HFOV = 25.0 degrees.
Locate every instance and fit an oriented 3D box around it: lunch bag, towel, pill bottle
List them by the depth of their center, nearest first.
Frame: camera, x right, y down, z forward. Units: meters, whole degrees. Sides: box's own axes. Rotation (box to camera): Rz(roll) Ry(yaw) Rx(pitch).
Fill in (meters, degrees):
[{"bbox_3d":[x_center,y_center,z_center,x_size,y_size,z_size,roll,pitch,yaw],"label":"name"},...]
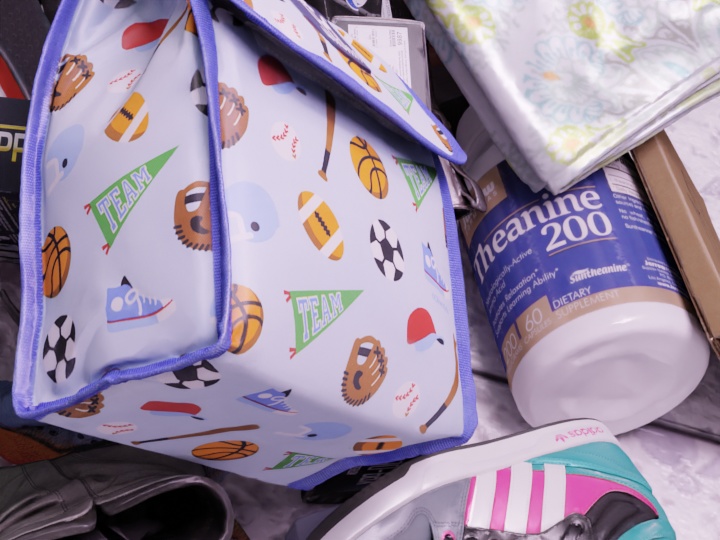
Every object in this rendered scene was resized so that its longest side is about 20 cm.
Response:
[{"bbox_3d":[-0.040,-0.032,0.646,0.170,0.123,0.201,27,52,-51],"label":"lunch bag"},{"bbox_3d":[0.116,-0.160,0.897,0.171,0.048,0.201,-32,86,-17],"label":"towel"},{"bbox_3d":[0.118,-0.014,0.936,0.110,0.111,0.201,1,49,-20],"label":"pill bottle"}]

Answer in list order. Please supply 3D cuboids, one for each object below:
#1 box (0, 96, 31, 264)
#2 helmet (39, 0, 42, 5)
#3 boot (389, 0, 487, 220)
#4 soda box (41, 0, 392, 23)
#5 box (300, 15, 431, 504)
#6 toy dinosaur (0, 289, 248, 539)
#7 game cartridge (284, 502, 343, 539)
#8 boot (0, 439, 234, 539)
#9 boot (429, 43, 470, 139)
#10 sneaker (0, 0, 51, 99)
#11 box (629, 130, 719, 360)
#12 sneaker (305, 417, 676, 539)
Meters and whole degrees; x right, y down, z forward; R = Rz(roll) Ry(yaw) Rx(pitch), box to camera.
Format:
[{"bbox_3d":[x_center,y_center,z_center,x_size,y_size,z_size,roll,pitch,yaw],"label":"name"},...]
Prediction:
[{"bbox_3d":[-0.162,-0.037,0.782,0.160,0.200,0.049,8,80,-1],"label":"box"},{"bbox_3d":[-0.272,-0.230,0.940,0.190,0.200,0.200,-10,52,-49],"label":"helmet"},{"bbox_3d":[-0.028,-0.087,0.958,0.069,0.199,0.175,16,66,-59],"label":"boot"},{"bbox_3d":[-0.084,-0.153,0.901,0.199,0.071,0.063,3,23,34],"label":"soda box"},{"bbox_3d":[0.000,0.000,0.806,0.049,0.158,0.201,1,69,-11],"label":"box"},{"bbox_3d":[-0.145,0.071,0.773,0.180,0.105,0.201,-9,62,-3],"label":"toy dinosaur"},{"bbox_3d":[0.064,0.170,0.805,0.199,0.041,0.134,3,52,-19],"label":"game cartridge"},{"bbox_3d":[-0.151,0.115,0.669,0.199,0.131,0.068,-20,93,-6],"label":"boot"},{"bbox_3d":[0.048,-0.165,1.099,0.188,0.069,0.200,-21,52,-26],"label":"boot"},{"bbox_3d":[-0.217,-0.134,0.870,0.067,0.108,0.202,-40,110,-44],"label":"sneaker"},{"bbox_3d":[0.202,-0.004,0.949,0.021,0.164,0.201,-26,51,14],"label":"box"},{"bbox_3d":[0.075,0.146,0.754,0.199,0.084,0.121,-15,47,-32],"label":"sneaker"}]
